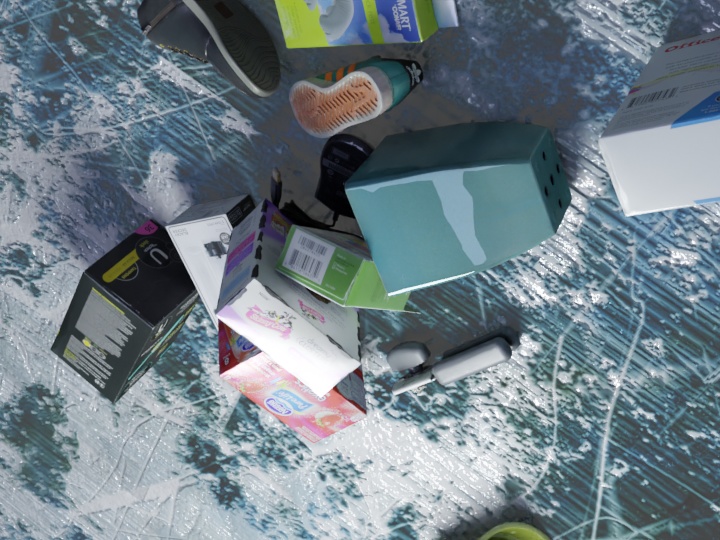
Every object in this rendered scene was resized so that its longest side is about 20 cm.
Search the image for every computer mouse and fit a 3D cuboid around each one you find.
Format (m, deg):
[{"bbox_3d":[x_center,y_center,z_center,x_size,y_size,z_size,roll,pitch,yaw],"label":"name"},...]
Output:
[{"bbox_3d":[-0.041,-0.112,1.331,0.140,0.046,0.200,24,142,12],"label":"computer mouse"}]

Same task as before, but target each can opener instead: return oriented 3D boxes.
[{"bbox_3d":[0.109,0.112,1.380,0.200,0.053,0.067,-22,106,40],"label":"can opener"}]

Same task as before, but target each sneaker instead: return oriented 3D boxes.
[{"bbox_3d":[-0.005,-0.198,1.234,0.200,0.080,0.072,3,115,56],"label":"sneaker"},{"bbox_3d":[-0.178,-0.270,1.297,0.200,0.075,0.106,53,138,3],"label":"sneaker"}]

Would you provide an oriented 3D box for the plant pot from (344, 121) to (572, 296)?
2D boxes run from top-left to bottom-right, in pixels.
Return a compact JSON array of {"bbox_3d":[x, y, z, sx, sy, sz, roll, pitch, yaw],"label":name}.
[{"bbox_3d":[0.117,-0.078,1.190,0.199,0.141,0.142,-9,115,29],"label":"plant pot"}]

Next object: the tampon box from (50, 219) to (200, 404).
[{"bbox_3d":[-0.327,0.058,1.556,0.126,0.150,0.200,39,133,3],"label":"tampon box"}]

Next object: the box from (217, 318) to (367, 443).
[{"bbox_3d":[-0.087,0.126,1.416,0.095,0.100,0.200,-30,132,22],"label":"box"}]

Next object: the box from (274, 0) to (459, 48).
[{"bbox_3d":[-0.002,-0.304,1.170,0.199,0.048,0.122,4,123,32],"label":"box"}]

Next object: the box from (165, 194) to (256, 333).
[{"bbox_3d":[-0.165,0.005,1.478,0.116,0.060,0.200,-9,114,37],"label":"box"}]

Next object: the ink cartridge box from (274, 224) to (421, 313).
[{"bbox_3d":[0.000,0.000,1.288,0.104,0.200,0.059,27,99,28],"label":"ink cartridge box"}]

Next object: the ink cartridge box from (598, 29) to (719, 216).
[{"bbox_3d":[0.317,-0.142,0.974,0.144,0.200,0.085,-8,120,37],"label":"ink cartridge box"}]

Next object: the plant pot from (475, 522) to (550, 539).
[{"bbox_3d":[0.157,0.453,1.509,0.184,0.200,0.201,-21,108,52],"label":"plant pot"}]

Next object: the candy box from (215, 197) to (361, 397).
[{"bbox_3d":[-0.082,0.029,1.313,0.072,0.200,0.168,-41,112,20],"label":"candy box"}]
